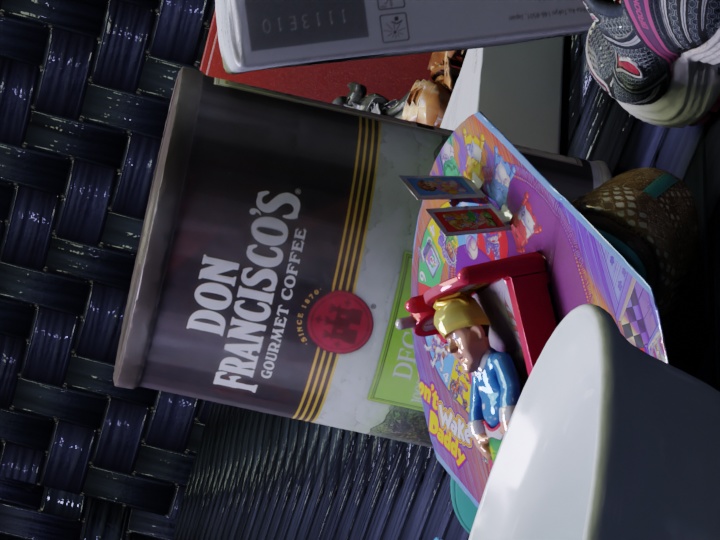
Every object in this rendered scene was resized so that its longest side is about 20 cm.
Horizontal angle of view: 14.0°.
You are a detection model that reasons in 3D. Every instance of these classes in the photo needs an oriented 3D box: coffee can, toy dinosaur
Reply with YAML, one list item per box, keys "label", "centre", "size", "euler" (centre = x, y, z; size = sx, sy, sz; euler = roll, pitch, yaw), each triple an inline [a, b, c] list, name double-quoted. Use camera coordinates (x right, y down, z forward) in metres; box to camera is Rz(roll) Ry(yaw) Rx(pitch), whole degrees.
- label: "coffee can"
  centre: [0.000, 0.000, 1.324]
  size: [0.146, 0.199, 0.147]
  euler: [-168, 90, -85]
- label: "toy dinosaur"
  centre: [0.047, -0.079, 1.775]
  size: [0.136, 0.102, 0.201]
  euler: [-12, 46, 58]

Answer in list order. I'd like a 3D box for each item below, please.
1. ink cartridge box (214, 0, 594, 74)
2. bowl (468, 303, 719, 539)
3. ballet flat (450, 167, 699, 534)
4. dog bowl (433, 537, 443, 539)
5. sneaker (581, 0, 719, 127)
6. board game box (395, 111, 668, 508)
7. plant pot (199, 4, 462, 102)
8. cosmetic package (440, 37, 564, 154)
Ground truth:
- label: "ink cartridge box"
  centre: [0.034, -0.119, 1.320]
  size: [0.174, 0.199, 0.044]
  euler: [-167, 70, -85]
- label: "bowl"
  centre: [0.080, 0.117, 0.828]
  size: [0.201, 0.090, 0.202]
  euler: [-166, 90, -85]
- label: "ballet flat"
  centre: [0.090, 0.035, 1.155]
  size: [0.065, 0.070, 0.200]
  euler: [-44, -14, -41]
- label: "dog bowl"
  centre: [0.041, 0.203, 1.126]
  size: [0.112, 0.049, 0.201]
  euler: [102, 176, -63]
- label: "sneaker"
  centre: [0.116, -0.109, 1.119]
  size: [0.200, 0.074, 0.081]
  euler: [132, 152, -80]
- label: "board game box"
  centre: [0.049, 0.042, 1.103]
  size: [0.200, 0.039, 0.159]
  euler: [50, 141, 48]
- label: "plant pot"
  centre: [-0.016, -0.148, 2.005]
  size: [0.200, 0.175, 0.201]
  euler: [-104, 28, -78]
- label: "cosmetic package"
  centre: [0.064, -0.029, 1.554]
  size: [0.200, 0.051, 0.151]
  euler: [-83, 7, -52]
